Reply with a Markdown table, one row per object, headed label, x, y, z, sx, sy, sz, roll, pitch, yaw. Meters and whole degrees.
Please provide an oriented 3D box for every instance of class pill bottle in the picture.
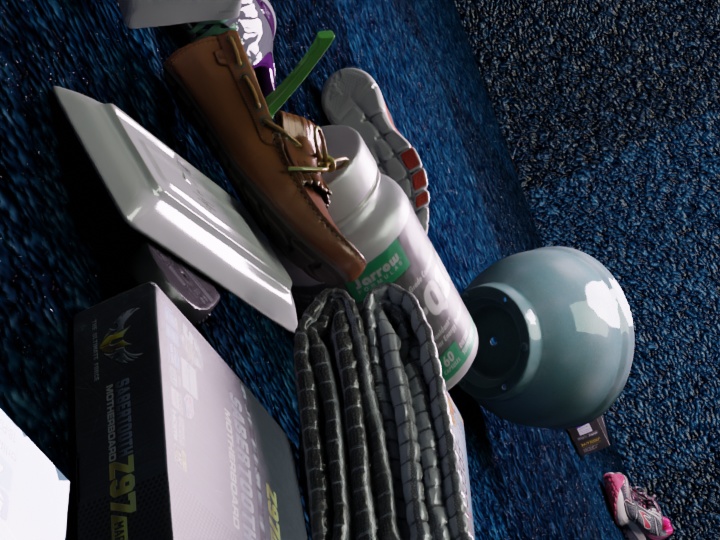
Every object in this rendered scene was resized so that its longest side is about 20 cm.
| label | x | y | z | sx | sy | sz | roll | pitch | yaw |
| --- | --- | --- | --- | --- | --- | --- | --- | --- | --- |
| pill bottle | 0.000 | 0.000 | 1.062 | 0.113 | 0.113 | 0.200 | -94 | 157 | -55 |

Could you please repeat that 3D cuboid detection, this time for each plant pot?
| label | x | y | z | sx | sy | sz | roll | pitch | yaw |
| --- | --- | --- | --- | --- | --- | --- | --- | --- | --- |
| plant pot | 0.171 | 0.073 | 1.536 | 0.134 | 0.200 | 0.201 | 0 | 65 | -47 |

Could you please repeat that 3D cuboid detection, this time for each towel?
| label | x | y | z | sx | sy | sz | roll | pitch | yaw |
| --- | --- | --- | --- | --- | --- | --- | --- | --- | --- |
| towel | 0.005 | 0.131 | 0.841 | 0.166 | 0.085 | 0.201 | 94 | -11 | -57 |

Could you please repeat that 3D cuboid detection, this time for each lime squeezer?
| label | x | y | z | sx | sy | sz | roll | pitch | yaw |
| --- | --- | --- | --- | --- | --- | --- | --- | --- | --- |
| lime squeezer | -0.063 | -0.090 | 1.077 | 0.038 | 0.070 | 0.201 | 48 | -34 | 40 |

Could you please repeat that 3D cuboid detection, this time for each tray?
| label | x | y | z | sx | sy | sz | roll | pitch | yaw |
| --- | --- | --- | --- | --- | --- | --- | --- | --- | --- |
| tray | -0.097 | -0.035 | 0.839 | 0.108 | 0.022 | 0.200 | 56 | 8 | 30 |

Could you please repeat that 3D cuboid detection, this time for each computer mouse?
| label | x | y | z | sx | sy | sz | roll | pitch | yaw |
| --- | --- | --- | --- | --- | --- | --- | --- | --- | --- |
| computer mouse | -0.104 | 0.003 | 0.830 | 0.059 | 0.034 | 0.200 | 51 | 8 | -2 |

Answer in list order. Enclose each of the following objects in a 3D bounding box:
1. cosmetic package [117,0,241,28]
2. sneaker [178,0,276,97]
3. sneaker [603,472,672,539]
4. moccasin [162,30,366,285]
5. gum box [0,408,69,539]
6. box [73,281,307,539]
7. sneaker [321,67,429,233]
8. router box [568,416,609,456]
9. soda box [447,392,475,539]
| label | x | y | z | sx | sy | sz | roll | pitch | yaw |
| --- | --- | --- | --- | --- | --- | --- | --- | --- | --- |
| cosmetic package | -0.130 | -0.267 | 0.917 | 0.113 | 0.081 | 0.201 | 111 | -37 | -51 |
| sneaker | -0.102 | -0.184 | 1.048 | 0.200 | 0.074 | 0.088 | 42 | 34 | -65 |
| sneaker | 0.459 | 0.392 | 2.403 | 0.200 | 0.074 | 0.081 | 54 | 18 | -45 |
| moccasin | -0.052 | -0.076 | 0.944 | 0.202 | 0.078 | 0.074 | 55 | -8 | 29 |
| gum box | -0.153 | 0.095 | 0.417 | 0.200 | 0.044 | 0.170 | -99 | 162 | -49 |
| box | -0.073 | 0.128 | 0.680 | 0.158 | 0.051 | 0.200 | 57 | 16 | -45 |
| sneaker | 0.024 | -0.105 | 1.438 | 0.082 | 0.077 | 0.201 | 49 | 22 | -72 |
| router box | 0.335 | 0.174 | 2.302 | 0.200 | 0.052 | 0.158 | -87 | 151 | -62 |
| soda box | 0.041 | 0.159 | 1.062 | 0.200 | 0.068 | 0.064 | -89 | 154 | -59 |
